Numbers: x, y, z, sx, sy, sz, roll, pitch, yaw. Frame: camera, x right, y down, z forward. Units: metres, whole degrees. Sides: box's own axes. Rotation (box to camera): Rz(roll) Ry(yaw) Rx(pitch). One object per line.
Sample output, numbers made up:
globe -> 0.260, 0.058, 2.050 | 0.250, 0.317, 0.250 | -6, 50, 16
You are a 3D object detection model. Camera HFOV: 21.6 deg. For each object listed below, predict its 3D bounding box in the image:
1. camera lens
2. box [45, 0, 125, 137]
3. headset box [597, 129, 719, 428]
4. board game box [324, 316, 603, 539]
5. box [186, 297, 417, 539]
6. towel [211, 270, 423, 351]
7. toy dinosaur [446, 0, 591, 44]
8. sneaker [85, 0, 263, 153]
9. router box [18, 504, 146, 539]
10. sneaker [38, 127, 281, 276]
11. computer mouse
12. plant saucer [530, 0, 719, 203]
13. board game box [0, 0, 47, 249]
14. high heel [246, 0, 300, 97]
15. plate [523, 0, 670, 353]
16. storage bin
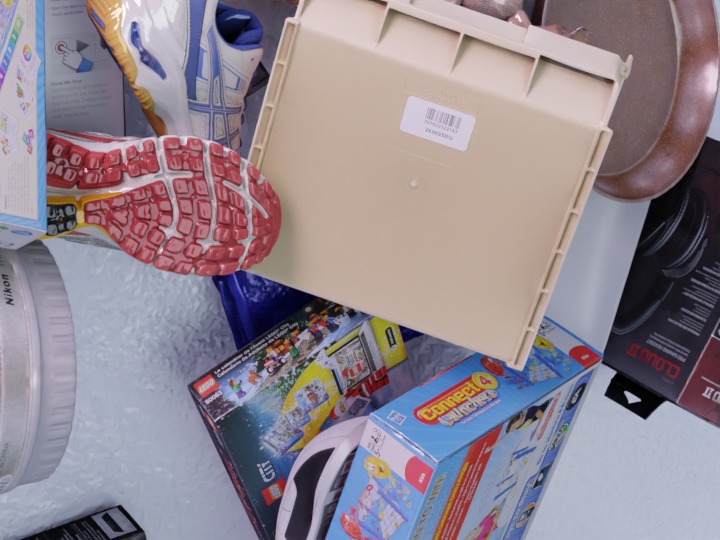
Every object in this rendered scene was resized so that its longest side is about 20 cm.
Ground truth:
camera lens -> -0.276, 0.054, 1.054 | 0.198, 0.160, 0.162 | -2, 108, -30
box -> -0.209, -0.154, 1.098 | 0.143, 0.036, 0.202 | -10, 113, -28
headset box -> 0.240, 0.012, 1.358 | 0.077, 0.149, 0.201 | 27, 93, -35
board game box -> 0.058, 0.150, 1.250 | 0.195, 0.056, 0.201 | -25, 142, -48
box -> -0.025, 0.107, 1.254 | 0.136, 0.038, 0.201 | -33, 141, -13
towel -> 0.000, 0.000, 1.269 | 0.199, 0.049, 0.149 | -30, 120, -19
toy dinosaur -> 0.061, -0.174, 1.220 | 0.085, 0.136, 0.200 | 23, 127, -39
sneaker -> -0.088, -0.108, 1.126 | 0.088, 0.075, 0.201 | -32, 147, -6
router box -> -0.202, 0.272, 1.240 | 0.148, 0.051, 0.202 | -17, 115, -23
sneaker -> -0.141, -0.049, 1.085 | 0.198, 0.082, 0.079 | 13, 95, -13
computer mouse -> -0.030, 0.165, 1.236 | 0.109, 0.044, 0.201 | -15, 135, -48
plant saucer -> 0.178, -0.148, 1.301 | 0.199, 0.034, 0.203 | -5, 97, -43
board game box -> -0.229, -0.121, 0.984 | 0.134, 0.034, 0.202 | 13, 66, -40
high heel -> -0.040, -0.216, 1.155 | 0.200, 0.071, 0.143 | -40, 125, -6
plate -> 0.128, -0.061, 1.305 | 0.199, 0.032, 0.202 | 30, 73, -42
storage bin -> 0.038, -0.070, 1.128 | 0.198, 0.094, 0.200 | 19, 119, 2
